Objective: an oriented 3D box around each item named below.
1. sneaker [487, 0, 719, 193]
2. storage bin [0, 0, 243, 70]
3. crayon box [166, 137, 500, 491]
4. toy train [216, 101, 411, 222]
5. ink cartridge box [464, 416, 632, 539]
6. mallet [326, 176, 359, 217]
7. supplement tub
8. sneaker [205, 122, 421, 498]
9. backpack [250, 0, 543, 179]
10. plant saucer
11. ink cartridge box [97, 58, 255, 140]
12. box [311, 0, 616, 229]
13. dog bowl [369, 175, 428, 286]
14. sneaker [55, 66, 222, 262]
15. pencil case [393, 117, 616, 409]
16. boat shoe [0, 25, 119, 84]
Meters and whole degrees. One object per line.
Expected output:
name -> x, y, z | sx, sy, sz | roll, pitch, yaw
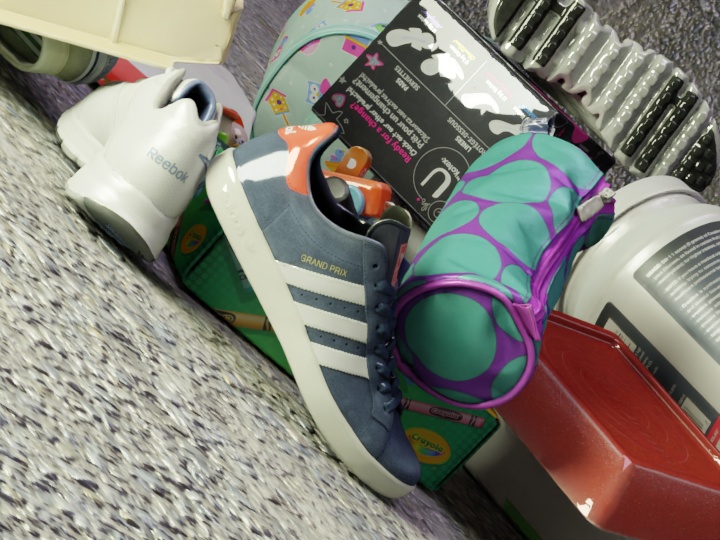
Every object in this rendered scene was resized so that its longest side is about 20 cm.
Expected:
sneaker -> 0.164, -0.128, 1.891 | 0.200, 0.075, 0.081 | 42, -3, -12
storage bin -> -0.156, -0.215, 1.532 | 0.198, 0.094, 0.200 | 15, 32, -11
crayon box -> -0.021, 0.024, 1.551 | 0.200, 0.058, 0.119 | 41, 8, -24
toy train -> -0.051, -0.068, 1.693 | 0.150, 0.056, 0.200 | 14, 2, 15
ink cartridge box -> 0.158, 0.144, 1.755 | 0.146, 0.084, 0.200 | 48, 9, 31
mallet -> 0.000, 0.000, 1.667 | 0.066, 0.041, 0.200 | 44, -14, 39
supplement tub -> 0.223, 0.048, 1.757 | 0.200, 0.140, 0.140 | 48, 8, 32
sneaker -> -0.001, 0.017, 1.425 | 0.200, 0.084, 0.075 | 63, 8, -8
backpack -> 0.016, -0.112, 2.106 | 0.200, 0.176, 0.153 | 32, 39, -5
plant saucer -> 0.141, 0.083, 1.614 | 0.200, 0.037, 0.200 | 21, 24, -51
ink cartridge box -> -0.134, -0.133, 1.890 | 0.162, 0.057, 0.200 | 41, 3, -27
box -> 0.071, -0.089, 1.874 | 0.132, 0.115, 0.200 | 45, 6, 17
dog bowl -> 0.058, 0.028, 1.897 | 0.200, 0.079, 0.200 | 43, 7, -7
sneaker -> -0.108, -0.068, 1.481 | 0.074, 0.087, 0.200 | 39, 7, -20
pencil case -> 0.080, -0.004, 1.532 | 0.085, 0.092, 0.200 | 68, 26, -21
boat shoe -> -0.214, -0.178, 1.588 | 0.200, 0.072, 0.062 | 41, 22, 28
